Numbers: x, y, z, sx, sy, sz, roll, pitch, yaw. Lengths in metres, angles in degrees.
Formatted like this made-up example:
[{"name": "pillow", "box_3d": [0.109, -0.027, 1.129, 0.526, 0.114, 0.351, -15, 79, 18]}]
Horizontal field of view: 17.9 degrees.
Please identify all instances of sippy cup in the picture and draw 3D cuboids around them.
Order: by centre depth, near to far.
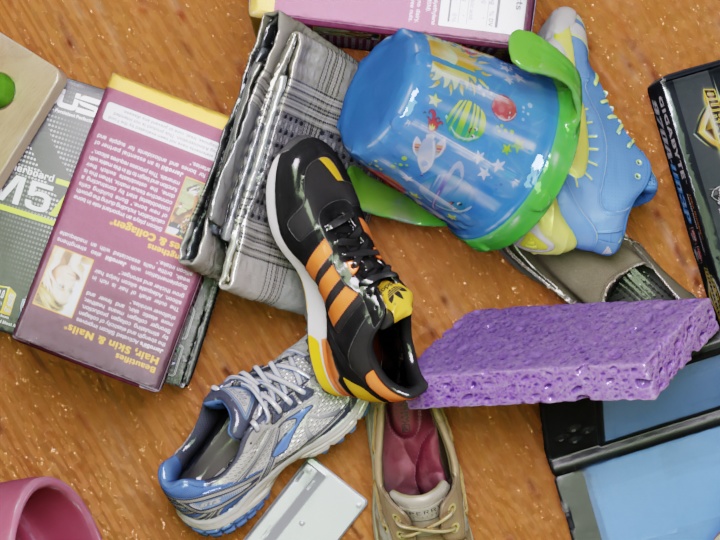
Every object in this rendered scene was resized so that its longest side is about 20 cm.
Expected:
[{"name": "sippy cup", "box_3d": [0.061, -0.099, 1.576, 0.130, 0.140, 0.178, 25, 103, -28]}]

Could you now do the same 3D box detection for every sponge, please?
[{"name": "sponge", "box_3d": [0.138, 0.057, 1.601, 0.200, 0.112, 0.030, -5, 112, 35]}]

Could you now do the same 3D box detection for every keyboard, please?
[{"name": "keyboard", "box_3d": [-0.077, 0.233, 1.689, 0.056, 0.011, 0.200, 38, 88, -5]}]

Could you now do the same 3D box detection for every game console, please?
[{"name": "game console", "box_3d": [0.242, 0.135, 1.647, 0.200, 0.176, 0.116, -17, 60, -2]}]

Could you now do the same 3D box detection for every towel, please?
[{"name": "towel", "box_3d": [-0.039, -0.067, 1.613, 0.035, 0.200, 0.193, 18, 88, 32]}]

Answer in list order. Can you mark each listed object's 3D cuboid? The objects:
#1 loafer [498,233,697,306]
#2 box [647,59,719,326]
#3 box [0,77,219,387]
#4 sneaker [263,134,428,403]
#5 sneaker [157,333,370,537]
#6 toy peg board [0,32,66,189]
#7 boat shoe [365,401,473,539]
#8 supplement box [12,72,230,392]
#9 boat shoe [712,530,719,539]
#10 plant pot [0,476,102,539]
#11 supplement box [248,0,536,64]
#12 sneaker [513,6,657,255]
[{"name": "loafer", "box_3d": [0.179, -0.003, 1.668, 0.200, 0.070, 0.075, 34, 88, 0]}, {"name": "box", "box_3d": [0.315, -0.064, 1.676, 0.159, 0.046, 0.200, -15, 88, -8]}, {"name": "box", "box_3d": [-0.191, -0.034, 1.675, 0.200, 0.048, 0.193, 18, 89, -1]}, {"name": "sneaker", "box_3d": [0.000, 0.000, 1.567, 0.070, 0.090, 0.200, -33, 119, -38]}, {"name": "sneaker", "box_3d": [-0.067, 0.104, 1.641, 0.200, 0.085, 0.077, -49, 53, -3]}, {"name": "toy peg board", "box_3d": [-0.352, -0.112, 1.624, 0.199, 0.098, 0.200, 32, 91, 13]}, {"name": "boat shoe", "box_3d": [0.041, 0.166, 1.663, 0.074, 0.066, 0.200, -14, 89, -1]}, {"name": "supplement box", "box_3d": [-0.158, -0.025, 1.611, 0.110, 0.086, 0.200, 20, 87, -2]}, {"name": "boat shoe", "box_3d": [0.309, 0.180, 1.636, 0.073, 0.065, 0.200, 17, 114, -19]}, {"name": "plant pot", "box_3d": [-0.286, 0.255, 1.604, 0.179, 0.200, 0.200, -10, 89, 14]}, {"name": "supplement box", "box_3d": [0.024, -0.212, 1.642, 0.200, 0.131, 0.103, 7, 88, -2]}, {"name": "sneaker", "box_3d": [0.163, -0.093, 1.657, 0.105, 0.076, 0.200, 17, 64, -13]}]
